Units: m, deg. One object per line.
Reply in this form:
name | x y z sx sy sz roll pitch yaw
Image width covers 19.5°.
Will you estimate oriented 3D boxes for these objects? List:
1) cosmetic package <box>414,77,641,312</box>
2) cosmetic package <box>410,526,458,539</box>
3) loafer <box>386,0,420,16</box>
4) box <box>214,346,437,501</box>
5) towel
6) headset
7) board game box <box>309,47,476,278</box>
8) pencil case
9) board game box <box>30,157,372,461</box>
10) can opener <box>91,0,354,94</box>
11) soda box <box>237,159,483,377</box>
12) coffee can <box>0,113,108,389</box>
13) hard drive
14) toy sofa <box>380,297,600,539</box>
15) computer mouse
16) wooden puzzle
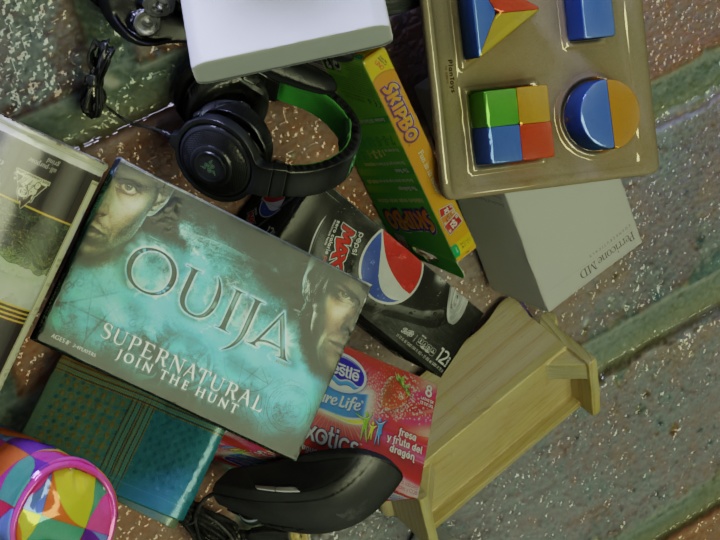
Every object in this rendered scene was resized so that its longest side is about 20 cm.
cosmetic package | 0.134 -0.082 1.651 0.113 0.081 0.200 -37 120 -21
cosmetic package | 0.086 0.352 1.730 0.199 0.123 0.200 41 83 -34
loafer | -0.033 -0.228 1.503 0.200 0.068 0.071 5 120 -30
box | -0.051 0.103 1.565 0.200 0.100 0.096 24 68 -35
towel | -0.144 0.066 1.479 0.200 0.146 0.022 -64 155 -8
headset | -0.096 -0.114 1.471 0.199 0.124 0.094 6 129 -10
board game box | 0.023 -0.086 1.570 0.030 0.095 0.200 -35 120 -20
pencil case | -0.243 0.149 1.416 0.088 0.200 0.089 -5 99 -35
board game box | -0.105 0.027 1.419 0.200 0.028 0.136 26 81 -18
can opener | -0.095 -0.174 1.452 0.199 0.079 0.063 16 121 -20
soda box | 0.000 0.000 1.597 0.200 0.071 0.063 38 82 -35
coffee can | -0.273 -0.011 1.374 0.146 0.146 0.200 25 90 -35
hard drive | -0.060 -0.224 1.403 0.131 0.201 0.027 -12 149 2
toy sofa | 0.093 0.121 1.699 0.200 0.098 0.083 -38 146 -18
computer mouse | -0.054 0.185 1.550 0.140 0.199 0.046 53 34 -54
wooden puzzle | 0.140 -0.155 1.558 0.199 0.046 0.186 -8 94 -27
